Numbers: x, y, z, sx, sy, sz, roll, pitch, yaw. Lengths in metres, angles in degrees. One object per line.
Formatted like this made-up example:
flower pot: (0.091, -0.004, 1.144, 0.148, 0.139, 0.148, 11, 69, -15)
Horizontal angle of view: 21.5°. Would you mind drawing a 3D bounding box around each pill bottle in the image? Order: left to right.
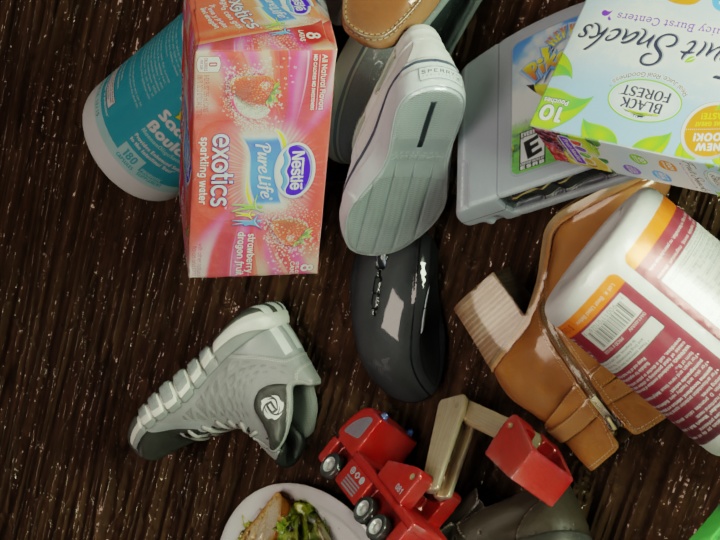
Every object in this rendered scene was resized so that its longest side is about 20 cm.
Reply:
pill bottle: (-0.118, -0.144, 1.468, 0.200, 0.111, 0.111, -34, 78, 38)
pill bottle: (0.225, 0.048, 1.210, 0.200, 0.110, 0.110, 39, 123, 0)

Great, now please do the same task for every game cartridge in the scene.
game cartridge: (0.149, -0.116, 1.273, 0.199, 0.040, 0.134, -18, 53, 34)

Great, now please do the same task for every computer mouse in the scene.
computer mouse: (0.000, 0.000, 1.446, 0.140, 0.046, 0.201, 11, 106, 35)

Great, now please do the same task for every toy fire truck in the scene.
toy fire truck: (0.057, 0.142, 1.393, 0.141, 0.049, 0.200, -51, 34, 6)

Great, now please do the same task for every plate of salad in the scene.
plate of salad: (-0.049, 0.273, 1.540, 0.199, 0.048, 0.201, 8, 104, 36)

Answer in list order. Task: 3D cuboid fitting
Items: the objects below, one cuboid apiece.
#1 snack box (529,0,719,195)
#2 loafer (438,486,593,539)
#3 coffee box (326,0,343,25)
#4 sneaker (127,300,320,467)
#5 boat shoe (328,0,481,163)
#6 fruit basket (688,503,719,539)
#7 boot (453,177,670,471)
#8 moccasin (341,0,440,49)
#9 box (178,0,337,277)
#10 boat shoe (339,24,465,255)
snack box: (0.210, -0.152, 1.183, 0.142, 0.053, 0.201, 15, 73, 36)
loafer: (0.093, 0.199, 1.410, 0.199, 0.073, 0.072, -19, 57, 39)
coffee box: (-0.005, -0.292, 1.369, 0.113, 0.080, 0.201, 34, 118, 29)
sneaker: (-0.104, 0.125, 1.537, 0.200, 0.075, 0.116, -46, 74, 34)
boat shoe: (0.036, -0.155, 1.369, 0.071, 0.070, 0.202, 38, 114, 27)
fruit basket: (0.266, 0.252, 1.234, 0.214, 0.155, 0.217, 5, 102, 24)
boot: (0.174, 0.031, 1.303, 0.200, 0.077, 0.155, -42, 81, 22)
moccasin: (0.048, -0.244, 1.290, 0.073, 0.078, 0.202, 35, 89, 14)
box: (-0.076, -0.100, 1.362, 0.095, 0.102, 0.201, -103, 16, -49)
boat shoe: (0.033, -0.090, 1.340, 0.200, 0.073, 0.067, 117, 153, -50)
